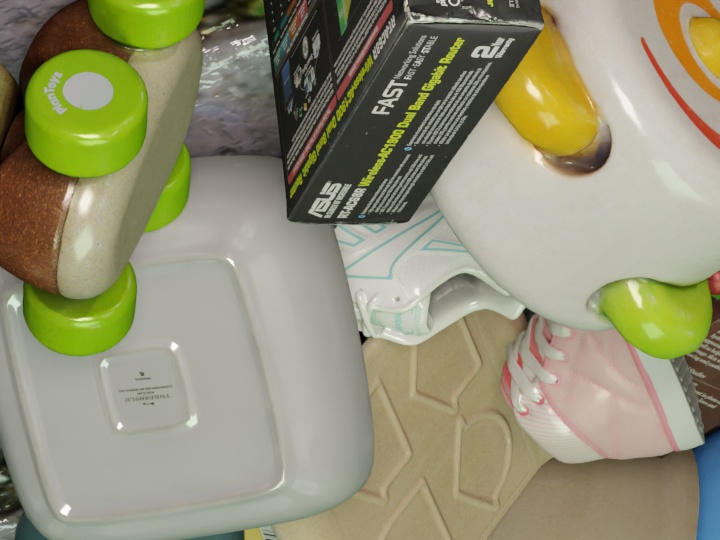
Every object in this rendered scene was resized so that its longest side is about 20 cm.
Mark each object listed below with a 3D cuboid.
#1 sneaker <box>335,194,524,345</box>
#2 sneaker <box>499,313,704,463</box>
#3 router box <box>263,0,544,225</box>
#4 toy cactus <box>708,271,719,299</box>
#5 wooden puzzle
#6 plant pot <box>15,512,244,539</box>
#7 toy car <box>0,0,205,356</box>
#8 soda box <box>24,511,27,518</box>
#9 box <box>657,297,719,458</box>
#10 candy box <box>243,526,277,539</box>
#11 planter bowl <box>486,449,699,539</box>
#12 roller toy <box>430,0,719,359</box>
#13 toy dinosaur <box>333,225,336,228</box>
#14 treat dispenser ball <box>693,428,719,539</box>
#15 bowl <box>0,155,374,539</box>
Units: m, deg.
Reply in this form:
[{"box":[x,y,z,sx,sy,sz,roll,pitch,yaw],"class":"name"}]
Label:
[{"box":[0.000,0.000,1.552,0.199,0.081,0.071,-11,150,-2],"class":"sneaker"},{"box":[0.117,0.034,1.580,0.104,0.076,0.201,-12,133,13],"class":"sneaker"},{"box":[0.012,-0.127,1.258,0.062,0.151,0.200,1,157,-17],"class":"router box"},{"box":[0.219,-0.045,1.524,0.165,0.102,0.200,-50,175,4],"class":"toy cactus"},{"box":[0.024,0.102,1.637,0.200,0.046,0.186,-47,135,-25],"class":"wooden puzzle"},{"box":[-0.106,0.211,1.787,0.199,0.135,0.200,-10,148,-6],"class":"plant pot"},{"box":[-0.184,-0.078,1.349,0.199,0.158,0.165,17,142,6],"class":"toy car"},{"box":[-0.098,0.088,1.658,0.199,0.069,0.064,-6,147,-14],"class":"soda box"},{"box":[0.213,0.024,1.676,0.200,0.075,0.100,-32,143,30],"class":"box"},{"box":[-0.018,0.218,1.725,0.056,0.201,0.117,7,-161,27],"class":"candy box"},{"box":[0.107,0.179,1.782,0.134,0.201,0.200,16,141,-11],"class":"planter bowl"},{"box":[0.121,-0.078,1.378,0.140,0.183,0.200,-33,119,31],"class":"roller toy"},{"box":[-0.068,0.003,1.513,0.088,0.047,0.200,31,104,2],"class":"toy dinosaur"},{"box":[0.278,0.187,1.831,0.200,0.202,0.201,-10,148,-6],"class":"treat dispenser ball"},{"box":[-0.103,0.050,1.475,0.199,0.075,0.201,-8,105,13],"class":"bowl"}]
